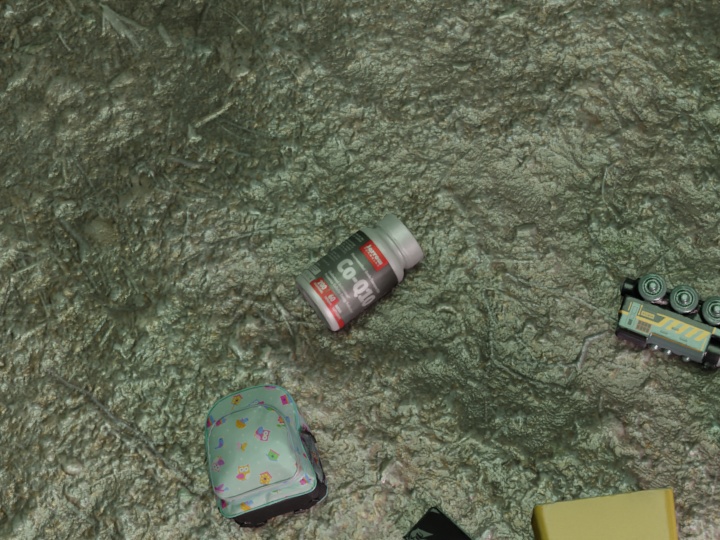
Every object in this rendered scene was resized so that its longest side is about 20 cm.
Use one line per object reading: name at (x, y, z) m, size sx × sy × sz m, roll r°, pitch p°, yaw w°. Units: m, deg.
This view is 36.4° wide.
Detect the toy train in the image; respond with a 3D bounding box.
toy train at (0.505, 0.082, 1.756) m, size 0.199 × 0.085 × 0.114 m, roll 21°, pitch 83°, yaw 14°

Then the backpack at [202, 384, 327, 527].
backpack at (-0.161, 0.281, 1.727) m, size 0.175 × 0.153 × 0.201 m, roll -20°, pitch 59°, yaw 5°

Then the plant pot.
plant pot at (0.357, 0.435, 1.565) m, size 0.193 × 0.196 × 0.201 m, roll -8°, pitch 70°, yaw 5°

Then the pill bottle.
pill bottle at (0.000, 0.000, 1.841) m, size 0.200 × 0.114 × 0.114 m, roll -37°, pitch 67°, yaw -8°

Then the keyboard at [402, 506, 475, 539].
keyboard at (0.144, 0.469, 1.671) m, size 0.127 × 0.021 × 0.200 m, roll -42°, pitch 67°, yaw -17°
